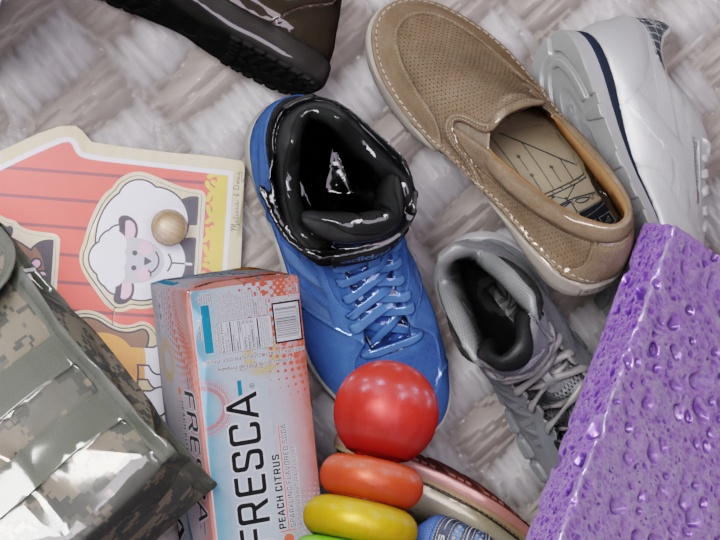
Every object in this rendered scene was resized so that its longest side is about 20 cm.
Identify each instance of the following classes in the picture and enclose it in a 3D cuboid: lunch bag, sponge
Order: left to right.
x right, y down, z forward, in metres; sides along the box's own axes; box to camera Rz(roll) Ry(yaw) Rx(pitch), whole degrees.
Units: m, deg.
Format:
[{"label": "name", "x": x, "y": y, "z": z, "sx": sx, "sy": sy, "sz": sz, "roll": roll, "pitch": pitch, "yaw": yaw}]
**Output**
[{"label": "lunch bag", "x": -0.198, "y": 0.078, "z": 1.146, "sx": 0.164, "sy": 0.118, "sz": 0.200, "roll": -41, "pitch": 72, "yaw": -3}, {"label": "sponge", "x": 0.158, "y": 0.086, "z": 1.197, "sx": 0.111, "sy": 0.030, "sz": 0.200, "roll": 32, "pitch": 73, "yaw": -32}]

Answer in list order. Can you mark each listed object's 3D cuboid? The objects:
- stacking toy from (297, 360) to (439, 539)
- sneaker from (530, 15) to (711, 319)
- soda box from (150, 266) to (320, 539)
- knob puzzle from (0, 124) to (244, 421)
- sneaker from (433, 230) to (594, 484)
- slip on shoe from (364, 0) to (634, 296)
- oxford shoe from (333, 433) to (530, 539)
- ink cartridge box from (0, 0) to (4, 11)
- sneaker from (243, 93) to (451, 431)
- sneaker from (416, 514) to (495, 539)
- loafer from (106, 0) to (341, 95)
[{"label": "stacking toy", "x": -0.003, "y": 0.143, "z": 1.164, "sx": 0.085, "sy": 0.085, "sz": 0.201, "roll": 13, "pitch": 82, "yaw": -10}, {"label": "sneaker", "x": 0.162, "y": -0.043, "z": 1.269, "sx": 0.080, "sy": 0.076, "sz": 0.201, "roll": -13, "pitch": 87, "yaw": -31}, {"label": "soda box", "x": -0.062, "y": 0.100, "z": 1.212, "sx": 0.063, "sy": 0.068, "sz": 0.201, "roll": -7, "pitch": 96, "yaw": -21}, {"label": "knob puzzle", "x": -0.163, "y": 0.021, "z": 1.228, "sx": 0.219, "sy": 0.030, "sz": 0.220, "roll": 0, "pitch": 89, "yaw": -11}, {"label": "sneaker", "x": 0.098, "y": 0.065, "z": 1.215, "sx": 0.075, "sy": 0.115, "sz": 0.200, "roll": -40, "pitch": 81, "yaw": 6}, {"label": "slip on shoe", "x": 0.076, "y": -0.077, "z": 1.232, "sx": 0.076, "sy": 0.061, "sz": 0.200, "roll": -27, "pitch": 69, "yaw": -19}, {"label": "oxford shoe", "x": 0.062, "y": 0.157, "z": 1.250, "sx": 0.200, "sy": 0.071, "sz": 0.074, "roll": 32, "pitch": 90, "yaw": -6}, {"label": "ink cartridge box", "x": -0.240, "y": -0.167, "z": 1.132, "sx": 0.145, "sy": 0.200, "sz": 0.088, "roll": 16, "pitch": 85, "yaw": -10}, {"label": "sneaker", "x": -0.001, "y": 0.000, "z": 1.218, "sx": 0.077, "sy": 0.111, "sz": 0.200, "roll": -21, "pitch": 93, "yaw": -9}, {"label": "sneaker", "x": 0.025, "y": 0.213, "z": 1.228, "sx": 0.085, "sy": 0.077, "sz": 0.200, "roll": 34, "pitch": 110, "yaw": 17}, {"label": "loafer", "x": -0.096, "y": -0.169, "z": 1.234, "sx": 0.200, "sy": 0.073, "sz": 0.071, "roll": 31, "pitch": 73, "yaw": -14}]
